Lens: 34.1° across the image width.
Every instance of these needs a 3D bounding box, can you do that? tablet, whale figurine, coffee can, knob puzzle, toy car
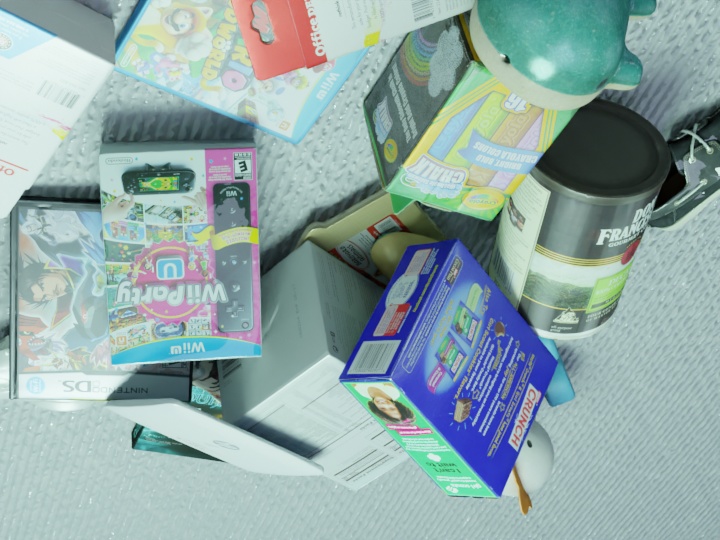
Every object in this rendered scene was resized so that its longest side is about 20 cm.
[{"bbox_3d":[-0.144,0.168,1.172,0.199,0.014,0.129,31,155,-35],"label":"tablet"},{"bbox_3d":[0.181,-0.219,0.965,0.199,0.159,0.104,-35,167,-36],"label":"whale figurine"},{"bbox_3d":[0.213,-0.051,1.179,0.145,0.147,0.201,-4,137,-11],"label":"coffee can"},{"bbox_3d":[0.000,0.000,1.262,0.217,0.031,0.221,-8,137,-7],"label":"knob puzzle"},{"bbox_3d":[0.168,0.185,1.376,0.183,0.201,0.177,-21,137,8],"label":"toy car"}]

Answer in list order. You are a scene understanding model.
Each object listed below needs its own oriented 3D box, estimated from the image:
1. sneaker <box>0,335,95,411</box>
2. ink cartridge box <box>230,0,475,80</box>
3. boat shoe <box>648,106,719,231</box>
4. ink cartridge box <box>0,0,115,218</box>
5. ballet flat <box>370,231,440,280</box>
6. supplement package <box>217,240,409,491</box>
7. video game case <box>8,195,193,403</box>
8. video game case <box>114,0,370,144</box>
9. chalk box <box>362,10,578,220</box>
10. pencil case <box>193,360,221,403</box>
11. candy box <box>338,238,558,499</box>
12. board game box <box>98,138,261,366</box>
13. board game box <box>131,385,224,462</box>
[{"bbox_3d":[-0.376,0.094,1.251,0.198,0.075,0.101,4,116,-18],"label":"sneaker"},{"bbox_3d":[-0.011,-0.245,0.956,0.198,0.068,0.117,-20,136,-4],"label":"ink cartridge box"},{"bbox_3d":[0.349,-0.117,1.198,0.067,0.072,0.200,14,133,-32],"label":"boat shoe"},{"bbox_3d":[-0.307,-0.147,1.000,0.114,0.068,0.200,23,126,-33],"label":"ink cartridge box"},{"bbox_3d":[0.095,0.020,1.239,0.199,0.063,0.069,26,122,-35],"label":"ballet flat"},{"bbox_3d":[-0.029,0.105,1.229,0.150,0.153,0.199,-36,133,25],"label":"supplement package"},{"bbox_3d":[-0.251,0.031,1.152,0.179,0.026,0.202,2,104,-10],"label":"video game case"},{"bbox_3d":[-0.102,-0.198,1.036,0.199,0.018,0.143,19,127,-31],"label":"video game case"},{"bbox_3d":[0.087,-0.135,1.074,0.123,0.125,0.201,13,133,-26],"label":"chalk box"},{"bbox_3d":[-0.187,0.082,1.264,0.090,0.078,0.199,-48,130,9],"label":"pencil case"},{"bbox_3d":[0.092,0.099,1.154,0.077,0.170,0.200,-6,135,46],"label":"candy box"},{"bbox_3d":[-0.167,-0.019,1.108,0.146,0.064,0.202,-3,106,-10],"label":"board game box"},{"bbox_3d":[-0.160,0.180,1.412,0.198,0.028,0.136,13,131,-25],"label":"board game box"}]
